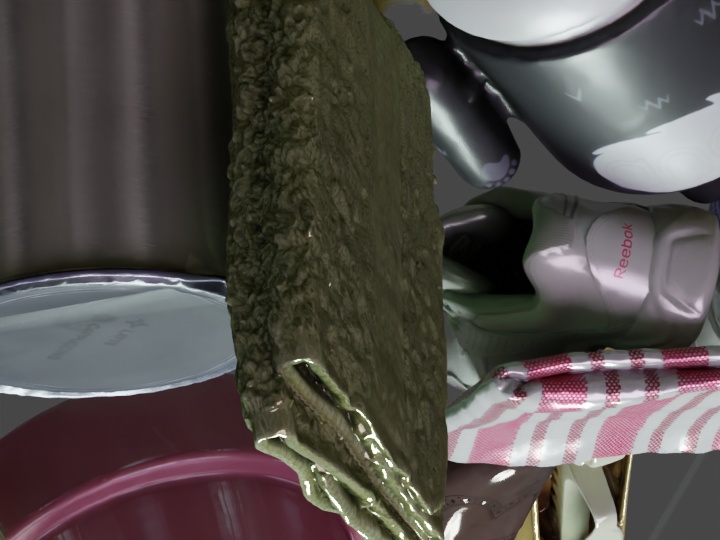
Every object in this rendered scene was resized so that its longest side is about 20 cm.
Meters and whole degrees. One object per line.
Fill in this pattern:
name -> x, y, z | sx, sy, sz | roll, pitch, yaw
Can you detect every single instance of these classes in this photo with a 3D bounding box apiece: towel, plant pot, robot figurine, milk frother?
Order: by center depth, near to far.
towel -> -0.008, -0.014, 0.912 | 0.036, 0.200, 0.148 | -10, 151, 15
milk frother -> -0.070, -0.049, 0.981 | 0.200, 0.188, 0.180 | 8, 157, -29
robot figurine -> 0.095, -0.108, 1.057 | 0.125, 0.150, 0.200 | 1, 152, 33
towel -> 0.134, 0.056, 1.135 | 0.200, 0.030, 0.146 | -2, 167, -9
plant pot -> -0.075, 0.175, 1.223 | 0.200, 0.179, 0.200 | -14, 139, -12

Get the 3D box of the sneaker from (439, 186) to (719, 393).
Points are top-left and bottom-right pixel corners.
sneaker -> 0.063, 0.002, 1.161 | 0.099, 0.078, 0.200 | 18, 159, -18

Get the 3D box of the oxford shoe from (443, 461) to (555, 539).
oxford shoe -> 0.046, 0.128, 1.279 | 0.071, 0.073, 0.200 | -4, 151, -23

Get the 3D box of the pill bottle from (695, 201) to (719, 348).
pill bottle -> 0.209, -0.032, 1.198 | 0.112, 0.112, 0.200 | -5, 137, -22

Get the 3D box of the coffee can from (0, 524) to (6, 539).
coffee can -> -0.202, 0.139, 1.105 | 0.146, 0.200, 0.146 | -14, 137, -13

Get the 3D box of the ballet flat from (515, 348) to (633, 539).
ballet flat -> 0.106, 0.080, 1.302 | 0.069, 0.063, 0.200 | -15, 138, -12
